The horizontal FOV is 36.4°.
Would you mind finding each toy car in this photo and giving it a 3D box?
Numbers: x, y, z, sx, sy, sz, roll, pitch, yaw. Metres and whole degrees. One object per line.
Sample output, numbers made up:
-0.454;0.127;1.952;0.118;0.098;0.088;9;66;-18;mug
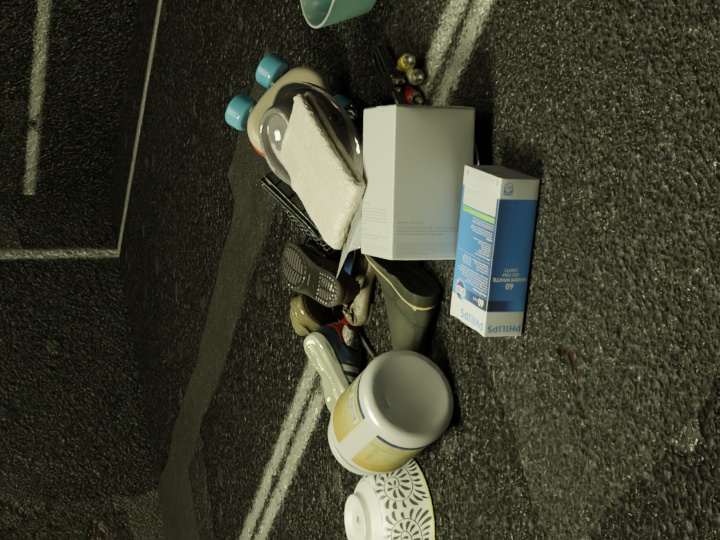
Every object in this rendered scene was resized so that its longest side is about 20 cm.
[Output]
-0.112;-0.254;1.969;0.177;0.184;0.200;-54;-17;-9;toy car

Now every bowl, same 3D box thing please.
0.033;0.390;1.712;0.200;0.093;0.203;178;90;-69;bowl
-0.023;-0.494;1.785;0.201;0.104;0.203;179;90;-68;bowl

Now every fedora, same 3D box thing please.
-0.089;-0.192;1.711;0.176;0.090;0.201;-16;103;48;fedora

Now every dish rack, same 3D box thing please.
-0.081;-0.087;1.861;0.153;0.055;0.200;45;174;28;dish rack

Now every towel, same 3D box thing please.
-0.059;-0.145;1.567;0.201;0.034;0.133;59;148;30;towel

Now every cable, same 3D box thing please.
0.061;-0.298;1.704;0.200;0.050;0.098;-115;13;-68;cable

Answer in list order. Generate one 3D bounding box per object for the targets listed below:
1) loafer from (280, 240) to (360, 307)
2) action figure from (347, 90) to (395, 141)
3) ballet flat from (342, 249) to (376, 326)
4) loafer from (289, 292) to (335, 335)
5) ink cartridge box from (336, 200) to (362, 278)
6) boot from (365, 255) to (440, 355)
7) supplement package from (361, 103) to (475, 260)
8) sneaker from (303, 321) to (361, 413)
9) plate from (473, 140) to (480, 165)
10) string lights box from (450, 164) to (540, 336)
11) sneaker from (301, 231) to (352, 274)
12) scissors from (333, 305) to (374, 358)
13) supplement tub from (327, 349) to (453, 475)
-0.069;0.011;1.844;0.200;0.071;0.074;38;117;48;loafer
-0.019;-0.218;1.785;0.102;0.119;0.200;52;141;9;action figure
0.000;0.000;1.833;0.067;0.046;0.202;-132;45;-57;ballet flat
-0.092;0.083;1.929;0.200;0.067;0.077;41;-150;-75;loafer
0.020;-0.101;1.703;0.201;0.057;0.163;107;177;-47;ink cartridge box
0.050;0.045;1.683;0.200;0.077;0.139;-121;32;-53;boot
0.076;-0.119;1.474;0.121;0.119;0.202;-164;74;-69;supplement package
-0.023;0.179;1.878;0.075;0.084;0.201;4;121;45;sneaker
0.128;-0.124;1.537;0.200;0.025;0.202;179;90;-67;plate
0.168;-0.027;1.396;0.103;0.058;0.202;-144;56;-64;string lights box
-0.081;-0.043;1.990;0.200;0.077;0.071;-128;42;-56;sneaker
-0.012;0.102;1.919;0.201;0.014;0.074;-114;33;-42;scissors
0.038;0.216;1.620;0.200;0.143;0.146;128;136;-57;supplement tub
